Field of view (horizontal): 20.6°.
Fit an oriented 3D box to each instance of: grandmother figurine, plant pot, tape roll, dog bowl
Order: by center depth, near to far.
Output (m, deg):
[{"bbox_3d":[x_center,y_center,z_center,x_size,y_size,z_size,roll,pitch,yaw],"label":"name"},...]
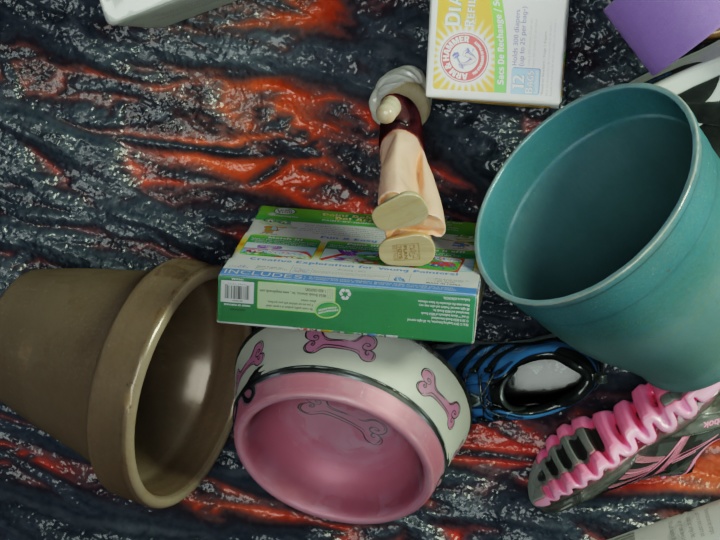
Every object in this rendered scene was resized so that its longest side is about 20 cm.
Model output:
[{"bbox_3d":[0.278,-0.232,1.473,0.200,0.200,0.066,-39,90,8],"label":"tape roll"},{"bbox_3d":[0.222,-0.008,1.529,0.200,0.200,0.188,-42,125,8],"label":"plant pot"},{"bbox_3d":[0.036,-0.090,1.566,0.060,0.201,0.122,0,132,1],"label":"grandmother figurine"},{"bbox_3d":[-0.014,0.125,1.582,0.198,0.074,0.201,11,139,9],"label":"dog bowl"},{"bbox_3d":[-0.208,0.073,1.612,0.173,0.200,0.202,16,97,21],"label":"plant pot"}]

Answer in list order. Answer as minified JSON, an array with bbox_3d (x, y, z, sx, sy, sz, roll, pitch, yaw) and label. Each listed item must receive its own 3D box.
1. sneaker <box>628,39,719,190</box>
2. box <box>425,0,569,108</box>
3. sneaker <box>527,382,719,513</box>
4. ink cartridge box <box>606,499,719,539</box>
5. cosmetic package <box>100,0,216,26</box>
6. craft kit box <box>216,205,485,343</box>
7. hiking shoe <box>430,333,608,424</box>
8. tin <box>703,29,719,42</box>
[{"bbox_3d":[0.308,-0.129,1.568,0.199,0.073,0.112,-22,109,30],"label":"sneaker"},{"bbox_3d":[0.113,-0.233,1.576,0.111,0.101,0.202,3,96,6],"label":"box"},{"bbox_3d":[0.230,0.149,1.620,0.199,0.079,0.095,-35,123,19],"label":"sneaker"},{"bbox_3d":[0.261,0.251,1.584,0.199,0.146,0.085,-21,94,8],"label":"ink cartridge box"},{"bbox_3d":[-0.130,-0.294,1.540,0.164,0.200,0.166,-19,93,7],"label":"cosmetic package"},{"bbox_3d":[0.000,0.000,1.562,0.198,0.198,0.049,5,110,6],"label":"craft kit box"},{"bbox_3d":[0.101,0.091,1.616,0.198,0.087,0.075,-15,94,8],"label":"hiking shoe"},{"bbox_3d":[0.298,-0.279,1.585,0.111,0.042,0.201,30,98,7],"label":"tin"}]
